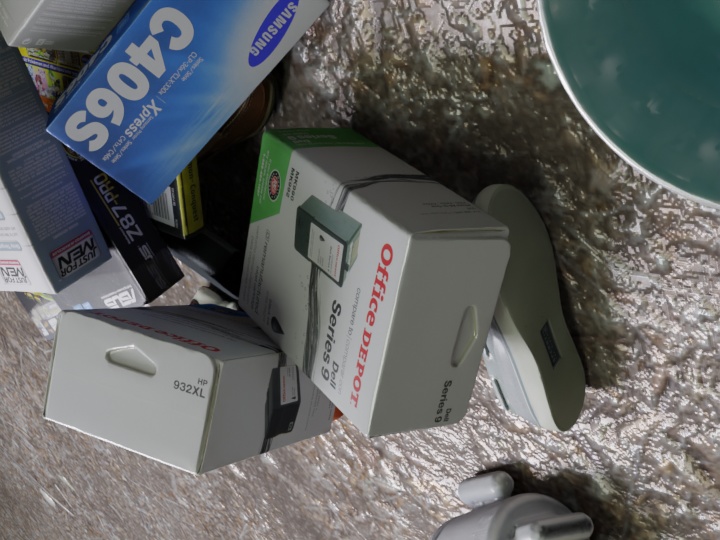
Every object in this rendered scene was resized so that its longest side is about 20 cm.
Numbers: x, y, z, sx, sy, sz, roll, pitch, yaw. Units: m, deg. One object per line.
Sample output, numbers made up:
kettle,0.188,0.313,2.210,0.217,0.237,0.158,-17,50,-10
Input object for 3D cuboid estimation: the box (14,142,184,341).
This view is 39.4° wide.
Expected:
box,-0.255,-0.032,0.860,0.199,0.049,0.162,-16,109,47

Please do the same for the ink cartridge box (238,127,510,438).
ink cartridge box,0.000,0.000,0.702,0.200,0.083,0.148,38,124,49

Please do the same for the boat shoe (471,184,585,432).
boat shoe,0.103,0.031,0.722,0.071,0.070,0.203,5,127,42

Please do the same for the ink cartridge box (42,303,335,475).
ink cartridge box,-0.120,0.082,0.773,0.143,0.199,0.085,14,95,24

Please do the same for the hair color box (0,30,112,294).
hair color box,-0.275,-0.084,0.757,0.098,0.061,0.202,1,119,42

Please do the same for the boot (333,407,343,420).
boot,-0.012,0.074,0.884,0.106,0.075,0.202,23,136,24

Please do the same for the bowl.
bowl,0.189,-0.137,0.447,0.199,0.105,0.202,28,140,26

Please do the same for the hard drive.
hard drive,-0.173,-0.034,0.933,0.199,0.033,0.140,33,172,21

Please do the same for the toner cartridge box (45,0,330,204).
toner cartridge box,-0.121,-0.149,0.699,0.095,0.043,0.200,35,111,-28

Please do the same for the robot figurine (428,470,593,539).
robot figurine,0.124,0.260,0.872,0.200,0.112,0.172,-42,52,54

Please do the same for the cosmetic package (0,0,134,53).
cosmetic package,-0.181,-0.252,0.678,0.199,0.090,0.108,-35,77,30

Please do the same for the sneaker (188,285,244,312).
sneaker,-0.134,0.079,0.966,0.077,0.085,0.199,48,166,-23

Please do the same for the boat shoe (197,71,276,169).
boat shoe,-0.137,-0.120,0.832,0.076,0.074,0.200,52,145,-3

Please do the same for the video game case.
video game case,-0.211,-0.135,0.813,0.198,0.025,0.183,19,125,33
